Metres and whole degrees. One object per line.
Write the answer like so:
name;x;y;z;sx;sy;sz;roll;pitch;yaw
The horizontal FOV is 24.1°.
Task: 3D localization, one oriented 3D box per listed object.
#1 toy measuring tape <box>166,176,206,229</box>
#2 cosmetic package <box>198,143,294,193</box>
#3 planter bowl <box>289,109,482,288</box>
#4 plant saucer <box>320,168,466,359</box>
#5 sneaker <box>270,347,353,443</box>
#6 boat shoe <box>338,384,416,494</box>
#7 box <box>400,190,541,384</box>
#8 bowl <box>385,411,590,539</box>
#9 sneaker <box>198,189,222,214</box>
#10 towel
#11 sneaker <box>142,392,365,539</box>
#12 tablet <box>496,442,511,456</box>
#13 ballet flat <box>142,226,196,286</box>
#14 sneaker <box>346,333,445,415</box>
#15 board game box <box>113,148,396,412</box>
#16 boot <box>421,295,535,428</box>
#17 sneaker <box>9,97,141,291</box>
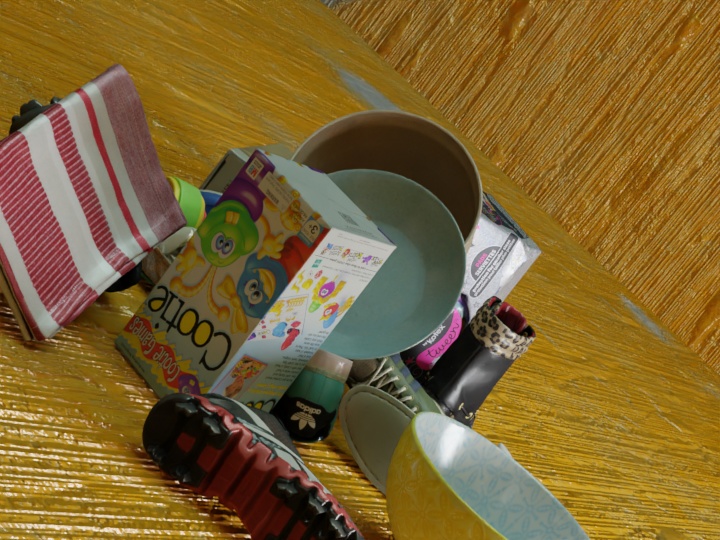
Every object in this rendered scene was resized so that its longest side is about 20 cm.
toy measuring tape;-0.196;-0.074;1.656;0.073;0.074;0.200;30;16;-34
cosmetic package;-0.115;-0.075;1.810;0.071;0.105;0.200;40;11;6
planter bowl;0.021;-0.042;1.695;0.200;0.200;0.135;44;-19;22
plant saucer;0.000;0.000;1.575;0.201;0.201;0.039;44;-18;22
sneaker;-0.052;0.107;1.469;0.071;0.081;0.200;21;-6;-2
boat shoe;0.059;0.181;1.504;0.201;0.072;0.061;48;13;3
box;0.076;0.005;1.848;0.114;0.201;0.132;26;17;-38
bowl;0.087;0.219;1.358;0.200;0.108;0.200;37;13;-10
sneaker;-0.111;-0.007;1.641;0.200;0.077;0.111;47;5;7
towel;-0.215;-0.054;1.285;0.200;0.023;0.145;-46;122;-48
sneaker;-0.064;0.157;1.230;0.200;0.071;0.098;39;15;7
tablet;0.159;0.240;1.561;0.131;0.014;0.200;64;7;-6
ballet flat;-0.153;0.003;1.517;0.068;0.067;0.200;22;21;-52
sneaker;0.014;0.106;1.581;0.090;0.067;0.201;38;17;-52
board game box;-0.085;0.019;1.348;0.103;0.200;0.105;45;15;28
boot;0.118;0.101;1.744;0.073;0.151;0.200;41;13;13
sneaker;-0.223;-0.054;1.365;0.201;0.070;0.098;70;-2;-53
